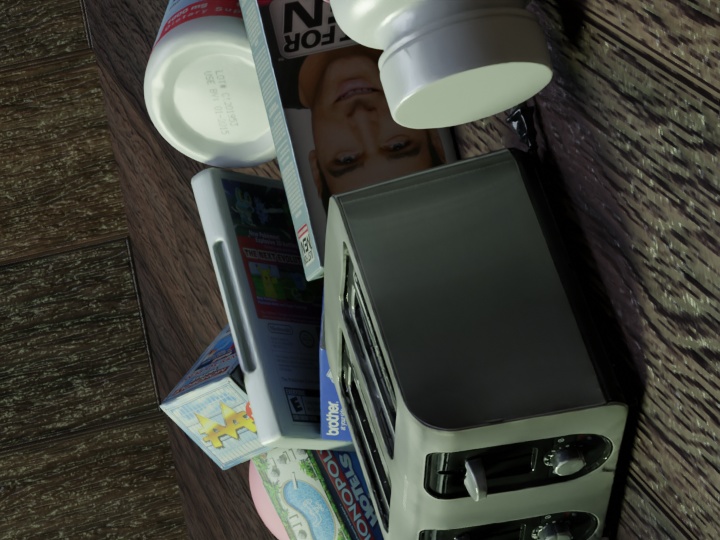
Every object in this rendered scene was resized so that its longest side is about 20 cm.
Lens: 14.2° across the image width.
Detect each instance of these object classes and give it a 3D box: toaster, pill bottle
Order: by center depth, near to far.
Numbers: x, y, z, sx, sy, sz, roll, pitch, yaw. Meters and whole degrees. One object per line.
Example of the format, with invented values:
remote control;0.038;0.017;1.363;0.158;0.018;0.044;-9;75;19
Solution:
pill bottle;0.029;-0.177;1.422;0.111;0.111;0.201;109;146;-72
toaster;0.057;0.046;1.529;0.181;0.118;0.201;95;160;-58
pill bottle;-0.071;-0.164;1.873;0.200;0.108;0.109;-78;-14;-52

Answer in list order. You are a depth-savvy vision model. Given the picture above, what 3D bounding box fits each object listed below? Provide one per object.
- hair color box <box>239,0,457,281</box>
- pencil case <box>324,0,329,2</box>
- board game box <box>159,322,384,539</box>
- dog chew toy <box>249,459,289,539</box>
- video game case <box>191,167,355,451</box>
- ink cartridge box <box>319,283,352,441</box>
hair color box;-0.005;-0.104;1.741;0.061;0.098;0.201;145;112;-78
pencil case;-0.014;-0.245;1.672;0.088;0.087;0.201;92;161;-56
board game box;-0.039;0.100;1.885;0.200;0.061;0.201;-25;-90;-60
dog chew toy;-0.021;0.135;2.099;0.200;0.124;0.125;-111;10;-79
video game case;-0.023;0.030;1.880;0.200;0.023;0.183;9;-118;-55
ink cartridge box;0.000;0.000;1.826;0.094;0.044;0.201;90;-178;-50
